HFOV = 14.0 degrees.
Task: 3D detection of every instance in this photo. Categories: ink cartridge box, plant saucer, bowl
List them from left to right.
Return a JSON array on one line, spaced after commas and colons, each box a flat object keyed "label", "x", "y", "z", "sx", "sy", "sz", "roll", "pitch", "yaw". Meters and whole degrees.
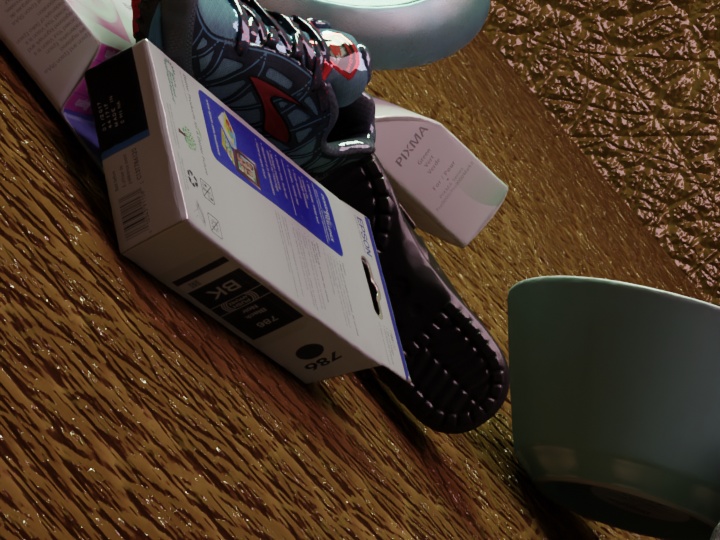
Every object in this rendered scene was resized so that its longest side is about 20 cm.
[{"label": "ink cartridge box", "x": -0.130, "y": -0.118, "z": 1.383, "sx": 0.200, "sy": 0.043, "sz": 0.196, "roll": 51, "pitch": 9, "yaw": 11}, {"label": "ink cartridge box", "x": -0.048, "y": -0.016, "z": 1.308, "sx": 0.200, "sy": 0.039, "sz": 0.100, "roll": 37, "pitch": 31, "yaw": -51}, {"label": "ink cartridge box", "x": -0.032, "y": -0.099, "z": 1.593, "sx": 0.161, "sy": 0.050, "sz": 0.200, "roll": 27, "pitch": -13, "yaw": 46}, {"label": "plant saucer", "x": -0.020, "y": -0.184, "z": 1.614, "sx": 0.200, "sy": 0.027, "sz": 0.200, "roll": 12, "pitch": 40, "yaw": -10}, {"label": "bowl", "x": 0.164, "y": 0.086, "z": 1.632, "sx": 0.200, "sy": 0.105, "sz": 0.201, "roll": 17, "pitch": -14, "yaw": 4}]

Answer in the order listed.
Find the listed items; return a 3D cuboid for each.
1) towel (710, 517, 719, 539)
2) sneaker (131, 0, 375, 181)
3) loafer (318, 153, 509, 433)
[{"label": "towel", "x": 0.243, "y": 0.179, "z": 1.556, "sx": 0.085, "sy": 0.200, "sz": 0.166, "roll": 6, "pitch": -22, "yaw": 39}, {"label": "sneaker", "x": -0.045, "y": -0.104, "z": 1.361, "sx": 0.200, "sy": 0.095, "sz": 0.080, "roll": 54, "pitch": 29, "yaw": -62}, {"label": "loafer", "x": 0.000, "y": 0.000, "z": 1.486, "sx": 0.200, "sy": 0.073, "sz": 0.071, "roll": 57, "pitch": -3, "yaw": 6}]
